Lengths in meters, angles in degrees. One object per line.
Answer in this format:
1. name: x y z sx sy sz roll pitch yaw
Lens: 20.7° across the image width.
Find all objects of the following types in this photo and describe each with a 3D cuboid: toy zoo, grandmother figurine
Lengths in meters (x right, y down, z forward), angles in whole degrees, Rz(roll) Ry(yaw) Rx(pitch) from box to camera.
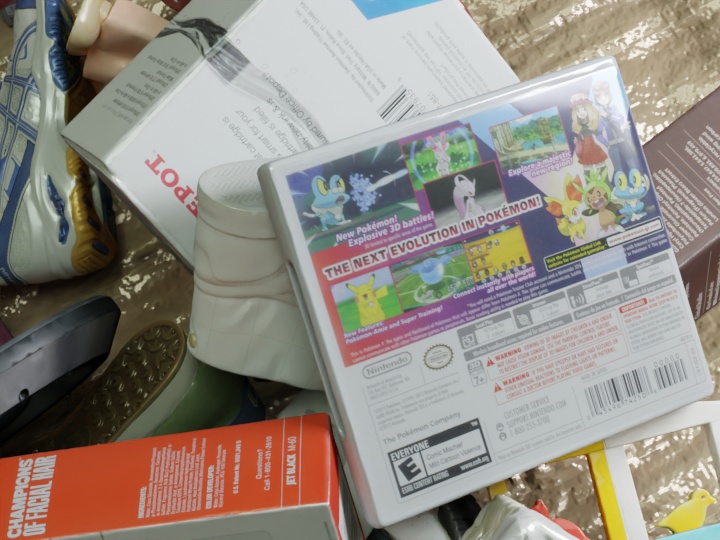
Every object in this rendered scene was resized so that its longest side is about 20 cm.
1. toy zoo: 0.141 0.150 1.020 0.131 0.020 0.201 -14 82 0
2. grandmother figurine: -0.070 -0.108 1.146 0.199 0.121 0.061 22 99 -7

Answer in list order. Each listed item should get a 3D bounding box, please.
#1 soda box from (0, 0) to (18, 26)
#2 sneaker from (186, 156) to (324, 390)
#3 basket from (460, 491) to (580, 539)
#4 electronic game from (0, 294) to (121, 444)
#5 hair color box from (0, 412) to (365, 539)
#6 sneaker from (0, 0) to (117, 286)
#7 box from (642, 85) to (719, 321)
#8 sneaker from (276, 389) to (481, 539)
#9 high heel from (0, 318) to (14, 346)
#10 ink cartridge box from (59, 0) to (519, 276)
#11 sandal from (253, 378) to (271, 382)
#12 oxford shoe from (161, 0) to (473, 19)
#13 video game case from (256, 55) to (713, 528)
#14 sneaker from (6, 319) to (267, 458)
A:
1. soda box: -0.160 -0.241 1.238 0.200 0.063 0.070 -33 66 -8
2. sneaker: 0.000 0.000 1.022 0.199 0.116 0.074 -5 31 -28
3. basket: 0.110 0.212 0.929 0.200 0.123 0.136 36 90 -4
4. electronic game: -0.210 0.075 1.032 0.200 0.200 0.042 -36 88 -10
5. hair color box: -0.101 0.140 0.970 0.199 0.111 0.064 -9 42 6
6. sneaker: -0.202 -0.084 1.168 0.088 0.075 0.201 -15 59 11
7. box: 0.146 -0.001 1.076 0.200 0.100 0.075 -38 67 -12
8. sneaker: 0.020 0.143 1.049 0.088 0.074 0.201 -31 69 14
9. high heel: -0.293 0.063 1.103 0.200 0.067 0.096 -33 74 -15
10. ink cartridge box: -0.037 -0.086 1.057 0.200 0.145 0.084 -46 29 -7
11. sandal: 0.015 -0.004 1.096 0.200 0.082 0.055 -37 91 -12
12. oxford shoe: -0.028 -0.164 1.187 0.199 0.075 0.071 17 91 -7
13. video game case: 0.065 0.007 0.970 0.199 0.023 0.183 -19 94 -21
14. sneaker: -0.133 0.117 1.069 0.200 0.090 0.067 -44 40 17
